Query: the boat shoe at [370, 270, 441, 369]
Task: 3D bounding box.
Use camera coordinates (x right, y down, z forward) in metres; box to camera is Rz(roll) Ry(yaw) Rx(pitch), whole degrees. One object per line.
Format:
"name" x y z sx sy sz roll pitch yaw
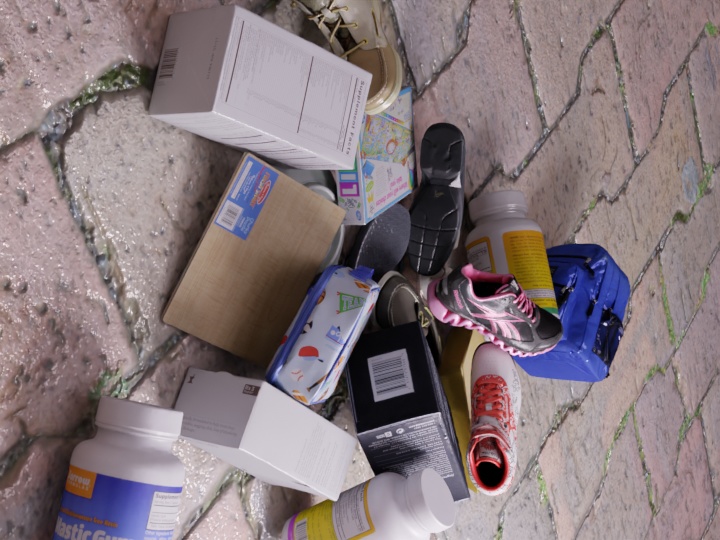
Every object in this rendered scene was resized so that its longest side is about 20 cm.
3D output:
"boat shoe" 0.063 0.070 1.507 0.072 0.060 0.202 -49 150 -17

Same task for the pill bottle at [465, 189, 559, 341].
"pill bottle" 0.211 -0.007 1.669 0.113 0.113 0.201 9 67 -54

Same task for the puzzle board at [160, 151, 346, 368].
"puzzle board" -0.115 -0.009 1.279 0.151 0.017 0.200 29 85 -37

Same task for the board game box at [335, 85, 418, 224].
"board game box" 0.020 -0.145 1.438 0.200 0.034 0.135 -38 126 -64

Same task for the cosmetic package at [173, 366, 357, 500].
"cosmetic package" -0.105 0.182 1.298 0.200 0.113 0.081 37 65 -48

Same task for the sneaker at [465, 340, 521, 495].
"sneaker" 0.172 0.191 1.519 0.108 0.067 0.202 26 64 -78

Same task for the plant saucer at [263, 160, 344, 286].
"plant saucer" -0.070 -0.048 1.361 0.200 0.050 0.201 -13 106 -53

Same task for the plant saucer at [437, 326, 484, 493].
"plant saucer" 0.145 0.179 1.649 0.200 0.048 0.201 -59 143 -65

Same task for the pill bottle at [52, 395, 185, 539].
"pill bottle" -0.232 0.226 1.129 0.112 0.112 0.201 19 79 -53

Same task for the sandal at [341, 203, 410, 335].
"sandal" -0.001 0.000 1.479 0.076 0.043 0.201 37 75 -42

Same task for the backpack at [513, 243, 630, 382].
"backpack" 0.326 0.051 1.823 0.168 0.162 0.200 49 58 -42

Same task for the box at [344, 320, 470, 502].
"box" 0.057 0.186 1.449 0.200 0.104 0.148 70 7 -45

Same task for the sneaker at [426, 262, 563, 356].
"sneaker" 0.189 0.046 1.525 0.199 0.095 0.079 20 47 -20

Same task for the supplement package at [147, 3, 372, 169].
"supplement package" -0.101 -0.184 1.224 0.200 0.109 0.114 19 80 -44

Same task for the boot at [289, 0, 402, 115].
"boot" -0.029 -0.280 1.314 0.155 0.072 0.201 33 36 -49

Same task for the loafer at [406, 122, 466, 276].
"loafer" 0.106 -0.092 1.529 0.072 0.073 0.201 -30 132 -73

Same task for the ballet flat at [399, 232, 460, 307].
"ballet flat" 0.096 -0.021 1.577 0.068 0.067 0.201 16 82 -54

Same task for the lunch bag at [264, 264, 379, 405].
"lunch bag" -0.037 0.065 1.321 0.161 0.075 0.200 -64 178 3

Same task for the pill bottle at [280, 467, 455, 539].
"pill bottle" 0.011 0.304 1.385 0.104 0.200 0.104 44 30 -33
